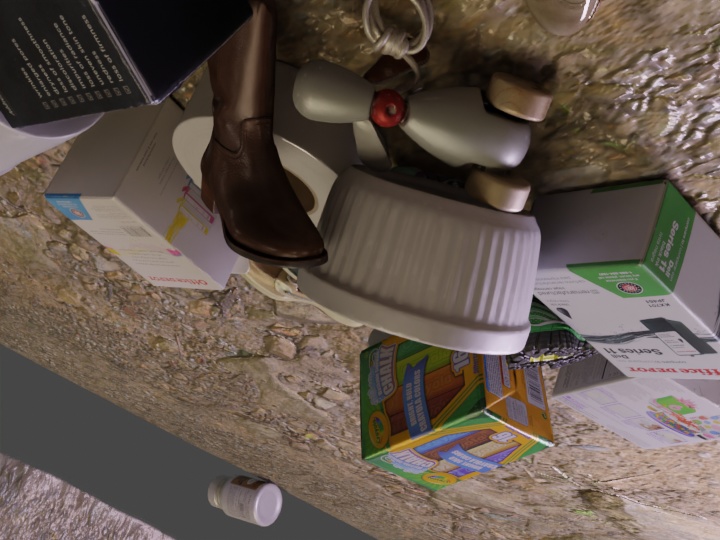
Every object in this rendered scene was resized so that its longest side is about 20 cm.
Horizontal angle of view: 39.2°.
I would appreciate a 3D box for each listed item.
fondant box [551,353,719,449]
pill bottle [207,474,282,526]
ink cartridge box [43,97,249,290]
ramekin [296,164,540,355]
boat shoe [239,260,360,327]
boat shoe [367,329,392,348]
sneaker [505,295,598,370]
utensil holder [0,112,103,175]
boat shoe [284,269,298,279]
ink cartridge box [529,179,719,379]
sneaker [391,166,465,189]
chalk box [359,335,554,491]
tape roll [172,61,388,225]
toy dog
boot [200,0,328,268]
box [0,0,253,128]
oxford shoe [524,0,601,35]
[{"bbox_3d":[0.326,0.134,1.118,0.143,0.059,0.200,29,158,-13],"label":"fondant box"},{"bbox_3d":[-0.321,0.625,2.783,0.197,0.116,0.114,5,152,38],"label":"pill bottle"},{"bbox_3d":[-0.209,-0.073,1.093,0.127,0.127,0.200,4,151,40],"label":"ink cartridge box"},{"bbox_3d":[0.054,-0.015,0.826,0.196,0.107,0.200,15,-171,-2],"label":"ramekin"},{"bbox_3d":[-0.056,0.005,1.202,0.197,0.075,0.062,22,154,-26],"label":"boat shoe"},{"bbox_3d":[0.107,0.064,1.105,0.197,0.072,0.064,-16,151,17],"label":"boat shoe"},{"bbox_3d":[0.197,0.046,0.995,0.077,0.087,0.199,-26,161,30],"label":"sneaker"},{"bbox_3d":[-0.333,-0.181,0.927,0.169,0.172,0.198,38,151,-32],"label":"utensil holder"},{"bbox_3d":[0.000,0.000,1.118,0.197,0.076,0.062,27,159,-11],"label":"boat shoe"},{"bbox_3d":[0.251,0.016,0.891,0.199,0.084,0.145,37,155,-31],"label":"ink cartridge box"},{"bbox_3d":[0.099,-0.009,0.974,0.137,0.079,0.202,8,143,24],"label":"sneaker"},{"bbox_3d":[0.076,0.137,1.031,0.198,0.127,0.123,-29,139,32],"label":"chalk box"},{"bbox_3d":[-0.076,-0.109,0.956,0.199,0.072,0.203,20,158,8],"label":"tape roll"},{"bbox_3d":[0.052,-0.123,0.771,0.199,0.133,0.097,35,-168,-14],"label":"toy dog"},{"bbox_3d":[-0.075,-0.122,0.764,0.063,0.204,0.186,-11,-149,-34],"label":"boot"},{"bbox_3d":[-0.213,-0.220,0.706,0.194,0.124,0.202,0,130,42],"label":"box"},{"bbox_3d":[0.103,-0.195,0.577,0.069,0.076,0.201,12,155,23],"label":"oxford shoe"}]
